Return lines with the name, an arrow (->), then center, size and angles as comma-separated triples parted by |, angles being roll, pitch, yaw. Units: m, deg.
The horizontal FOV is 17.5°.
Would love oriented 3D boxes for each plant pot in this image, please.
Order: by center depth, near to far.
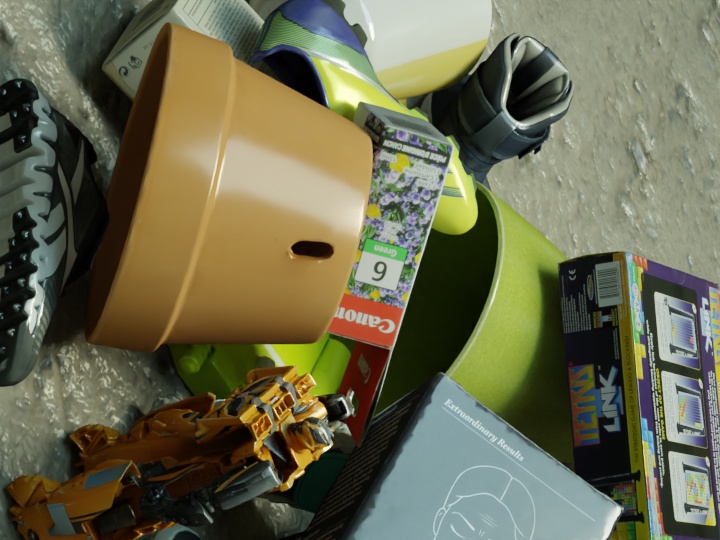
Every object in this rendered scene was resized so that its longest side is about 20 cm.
plant pot -> -0.078, -0.038, 1.435 | 0.140, 0.200, 0.201 | 13, 56, -11
plant pot -> 0.111, 0.060, 1.681 | 0.200, 0.187, 0.188 | 28, 51, -30

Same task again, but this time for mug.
mug -> 0.003, -0.169, 1.724 | 0.153, 0.149, 0.187 | -29, 92, -49

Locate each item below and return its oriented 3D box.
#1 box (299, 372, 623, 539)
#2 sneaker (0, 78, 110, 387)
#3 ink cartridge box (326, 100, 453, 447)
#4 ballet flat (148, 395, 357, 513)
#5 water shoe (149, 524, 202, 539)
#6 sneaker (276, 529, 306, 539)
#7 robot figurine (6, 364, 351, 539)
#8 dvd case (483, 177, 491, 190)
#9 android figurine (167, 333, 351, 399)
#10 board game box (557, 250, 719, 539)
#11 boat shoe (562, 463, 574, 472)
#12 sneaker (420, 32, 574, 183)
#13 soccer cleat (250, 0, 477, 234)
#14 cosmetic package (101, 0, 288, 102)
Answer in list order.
box -> 0.040, 0.192, 1.420 | 0.148, 0.107, 0.200 | 37, 60, -8
sneaker -> -0.190, -0.015, 1.419 | 0.090, 0.066, 0.201 | 31, 48, -43
ink cartridge box -> 0.000, 0.000, 1.491 | 0.109, 0.050, 0.201 | -125, -129, -75
ballet flat -> -0.049, 0.114, 1.513 | 0.199, 0.072, 0.072 | 11, 62, -24
water shoe -> -0.068, 0.246, 1.457 | 0.071, 0.079, 0.201 | -27, 97, -58
sneaker -> 0.017, 0.228, 1.573 | 0.199, 0.070, 0.094 | 14, 64, -35
robot figurine -> -0.103, 0.109, 1.362 | 0.058, 0.200, 0.145 | 64, 32, -11
dvd case -> 0.063, -0.008, 1.834 | 0.200, 0.025, 0.151 | -23, 94, -57
android figurine -> -0.074, 0.024, 1.600 | 0.182, 0.041, 0.200 | 57, 33, -21
board game box -> 0.202, 0.098, 1.620 | 0.165, 0.057, 0.201 | 18, 66, -58
boat shoe -> 0.148, 0.124, 1.818 | 0.200, 0.075, 0.072 | -113, -174, -50
sneaker -> 0.108, -0.133, 1.823 | 0.077, 0.146, 0.202 | 36, 29, -10
soccer cleat -> 0.000, -0.092, 1.561 | 0.200, 0.065, 0.084 | 51, 55, -15
cosmetic package -> -0.072, -0.103, 1.583 | 0.200, 0.073, 0.104 | 48, 25, -14
